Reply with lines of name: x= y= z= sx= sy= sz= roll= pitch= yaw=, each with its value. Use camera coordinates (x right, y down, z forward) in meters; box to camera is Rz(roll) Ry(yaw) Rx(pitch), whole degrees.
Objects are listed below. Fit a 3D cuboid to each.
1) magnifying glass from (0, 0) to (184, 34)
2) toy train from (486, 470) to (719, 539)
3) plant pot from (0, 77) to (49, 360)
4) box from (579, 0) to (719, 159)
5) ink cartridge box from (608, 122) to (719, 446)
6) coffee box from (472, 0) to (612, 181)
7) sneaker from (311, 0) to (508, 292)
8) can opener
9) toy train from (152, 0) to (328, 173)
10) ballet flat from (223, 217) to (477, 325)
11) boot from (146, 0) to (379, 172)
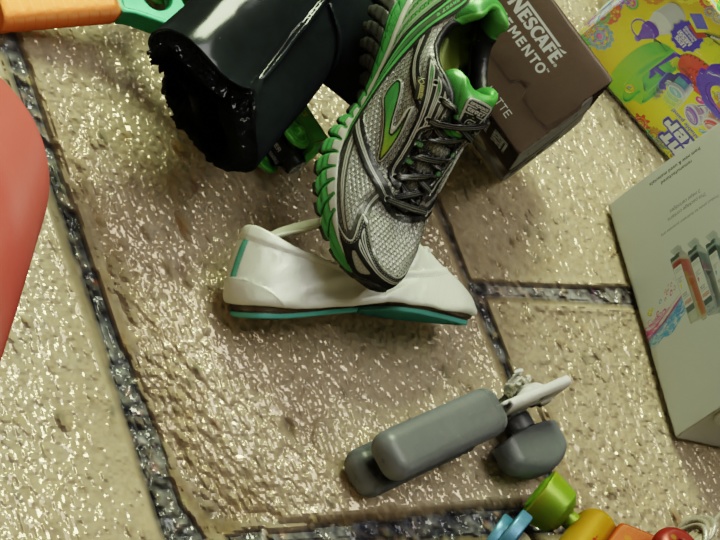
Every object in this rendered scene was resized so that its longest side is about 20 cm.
magnifying glass: x=-0.136 y=-0.167 z=1.514 sx=0.199 sy=0.022 sz=0.080 roll=-8 pitch=71 yaw=-34
toy train: x=0.152 y=0.170 z=1.546 sx=0.116 sy=0.085 sz=0.200 roll=39 pitch=37 yaw=5
plant pot: x=-0.245 y=-0.017 z=1.198 sx=0.200 sy=0.200 sz=0.178 roll=44 pitch=28 yaw=-11
box: x=0.301 y=-0.172 z=1.928 sx=0.200 sy=0.122 sz=0.193 roll=48 pitch=39 yaw=-5
ink cartridge box: x=0.297 y=0.015 z=1.756 sx=0.145 sy=0.144 sz=0.201 roll=13 pitch=53 yaw=-40
coffee box: x=0.098 y=-0.135 z=1.637 sx=0.115 sy=0.080 sz=0.200 roll=53 pitch=-2 yaw=1
sneaker: x=0.032 y=-0.084 z=1.467 sx=0.078 sy=0.085 sz=0.201 roll=24 pitch=77 yaw=-45
can opener: x=0.071 y=0.106 z=1.526 sx=0.200 sy=0.053 sz=0.067 roll=-12 pitch=71 yaw=-49
toy train: x=-0.088 y=-0.149 z=1.577 sx=0.200 sy=0.042 sz=0.056 roll=57 pitch=28 yaw=6
ballet flat: x=0.000 y=0.000 z=1.516 sx=0.199 sy=0.069 sz=0.070 roll=3 pitch=59 yaw=-41
boot: x=-0.038 y=-0.116 z=1.507 sx=0.168 sy=0.076 sz=0.200 roll=-54 pitch=129 yaw=-30
